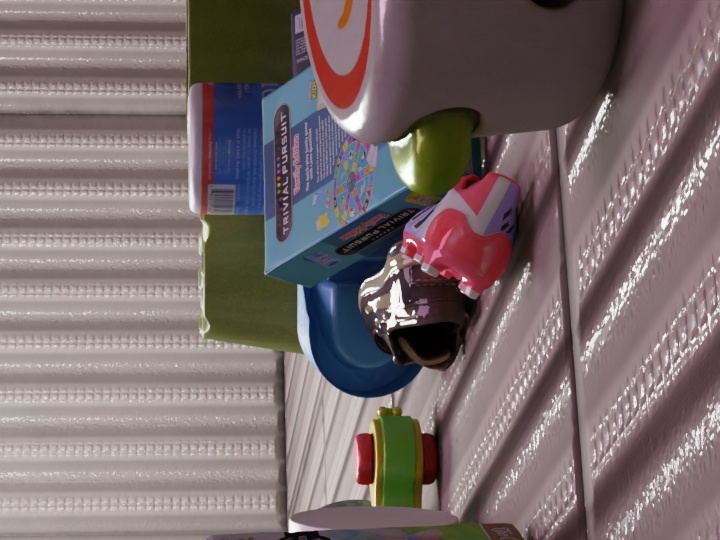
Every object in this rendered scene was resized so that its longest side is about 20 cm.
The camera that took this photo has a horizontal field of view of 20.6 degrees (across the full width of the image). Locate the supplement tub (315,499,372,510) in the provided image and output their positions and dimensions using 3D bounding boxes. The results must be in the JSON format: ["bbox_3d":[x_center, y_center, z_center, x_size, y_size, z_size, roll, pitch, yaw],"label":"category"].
[{"bbox_3d":[0.000,0.289,1.593,0.200,0.121,0.123,-101,12,-59],"label":"supplement tub"}]

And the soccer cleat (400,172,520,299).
[{"bbox_3d":[0.070,-0.028,1.273,0.077,0.066,0.200,-58,2,3],"label":"soccer cleat"}]

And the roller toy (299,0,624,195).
[{"bbox_3d":[0.053,-0.160,0.994,0.183,0.139,0.201,-111,21,-44],"label":"roller toy"}]

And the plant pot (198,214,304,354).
[{"bbox_3d":[-0.052,0.000,1.783,0.200,0.188,0.202,180,90,-83],"label":"plant pot"}]

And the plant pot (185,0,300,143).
[{"bbox_3d":[-0.063,-0.213,1.846,0.187,0.198,0.189,180,90,-85],"label":"plant pot"}]

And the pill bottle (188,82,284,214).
[{"bbox_3d":[-0.046,-0.103,1.675,0.112,0.198,0.113,180,90,-84],"label":"pill bottle"}]

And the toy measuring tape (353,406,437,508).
[{"bbox_3d":[0.031,0.175,1.563,0.201,0.073,0.074,-97,9,-50],"label":"toy measuring tape"}]

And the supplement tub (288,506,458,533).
[{"bbox_3d":[0.009,0.274,1.395,0.144,0.143,0.202,-172,82,-84],"label":"supplement tub"}]

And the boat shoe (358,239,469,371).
[{"bbox_3d":[0.038,0.037,1.461,0.200,0.074,0.074,104,166,-71],"label":"boat shoe"}]

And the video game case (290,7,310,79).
[{"bbox_3d":[0.008,-0.136,1.535,0.019,0.142,0.202,28,-128,-49],"label":"video game case"}]

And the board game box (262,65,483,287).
[{"bbox_3d":[0.005,-0.095,1.443,0.200,0.047,0.152,-29,54,45],"label":"board game box"}]

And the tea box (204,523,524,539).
[{"bbox_3d":[0.011,0.233,1.115,0.200,0.195,0.135,-132,41,-80],"label":"tea box"}]

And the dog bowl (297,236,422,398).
[{"bbox_3d":[0.000,0.000,1.595,0.050,0.111,0.202,-175,85,-66],"label":"dog bowl"}]
